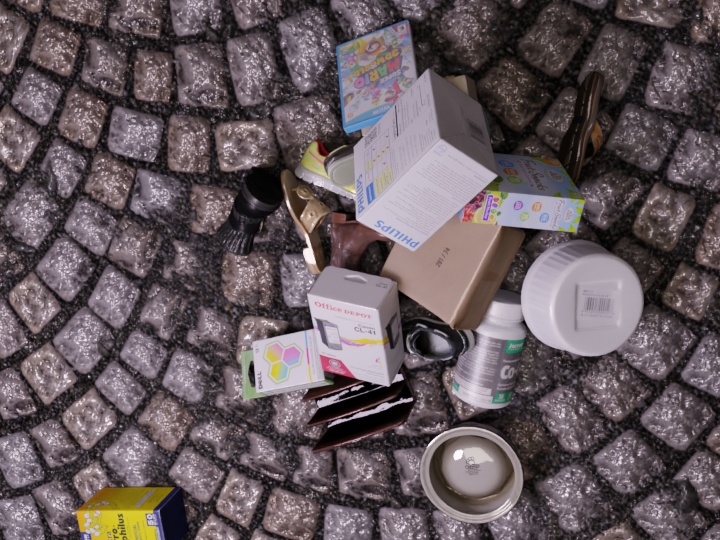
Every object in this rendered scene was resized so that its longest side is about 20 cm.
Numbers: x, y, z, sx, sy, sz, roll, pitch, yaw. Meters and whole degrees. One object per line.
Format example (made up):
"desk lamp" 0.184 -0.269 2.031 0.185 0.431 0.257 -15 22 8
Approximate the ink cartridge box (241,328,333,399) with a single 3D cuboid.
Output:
"ink cartridge box" -0.157 0.187 1.669 0.199 0.059 0.104 -12 71 16

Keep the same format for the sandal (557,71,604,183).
"sandal" 0.392 -0.240 1.459 0.054 0.082 0.201 12 99 -12

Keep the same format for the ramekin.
"ramekin" 0.390 0.052 1.463 0.199 0.098 0.201 -2 100 -12

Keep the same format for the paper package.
"paper package" 0.159 -0.026 1.490 0.190 0.103 0.201 33 102 34

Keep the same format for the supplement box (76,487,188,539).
"supplement box" -0.493 0.544 1.827 0.199 0.110 0.109 -5 101 15

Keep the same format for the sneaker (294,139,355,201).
"sneaker" -0.021 -0.183 1.563 0.199 0.078 0.091 22 102 8

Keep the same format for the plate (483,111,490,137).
"plate" 0.135 -0.242 1.537 0.199 0.026 0.201 3 102 13

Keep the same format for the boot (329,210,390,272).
"boot" 0.000 0.000 1.573 0.186 0.064 0.201 20 109 53

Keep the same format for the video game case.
"video game case" 0.030 -0.342 1.477 0.143 0.018 0.201 -16 57 16

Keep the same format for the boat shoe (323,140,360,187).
"boat shoe" 0.031 -0.210 1.508 0.200 0.061 0.072 -18 128 -9

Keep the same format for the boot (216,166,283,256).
"boot" -0.210 -0.096 1.567 0.079 0.211 0.158 29 103 -10

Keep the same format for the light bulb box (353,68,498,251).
"light bulb box" 0.097 -0.177 1.361 0.125 0.199 0.200 28 128 -27

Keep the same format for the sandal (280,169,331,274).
"sandal" -0.084 -0.098 1.598 0.069 0.078 0.213 -9 108 20

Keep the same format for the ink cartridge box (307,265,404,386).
"ink cartridge box" -0.006 0.104 1.541 0.147 0.086 0.201 11 135 23

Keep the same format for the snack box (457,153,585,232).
"snack box" 0.256 -0.137 1.424 0.199 0.169 0.068 5 120 -9

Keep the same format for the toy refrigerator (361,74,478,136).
"toy refrigerator" 0.101 -0.288 1.481 0.199 0.076 0.070 -9 91 21

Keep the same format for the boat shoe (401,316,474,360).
"boat shoe" 0.120 0.128 1.558 0.200 0.060 0.076 -11 98 53

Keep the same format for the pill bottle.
"pill bottle" 0.241 0.141 1.552 0.113 0.113 0.201 12 106 11

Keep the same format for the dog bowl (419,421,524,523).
"dog bowl" 0.219 0.382 1.634 0.199 0.074 0.201 3 103 14

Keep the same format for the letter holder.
"letter holder" -0.011 0.262 1.627 0.199 0.142 0.101 -21 97 18
